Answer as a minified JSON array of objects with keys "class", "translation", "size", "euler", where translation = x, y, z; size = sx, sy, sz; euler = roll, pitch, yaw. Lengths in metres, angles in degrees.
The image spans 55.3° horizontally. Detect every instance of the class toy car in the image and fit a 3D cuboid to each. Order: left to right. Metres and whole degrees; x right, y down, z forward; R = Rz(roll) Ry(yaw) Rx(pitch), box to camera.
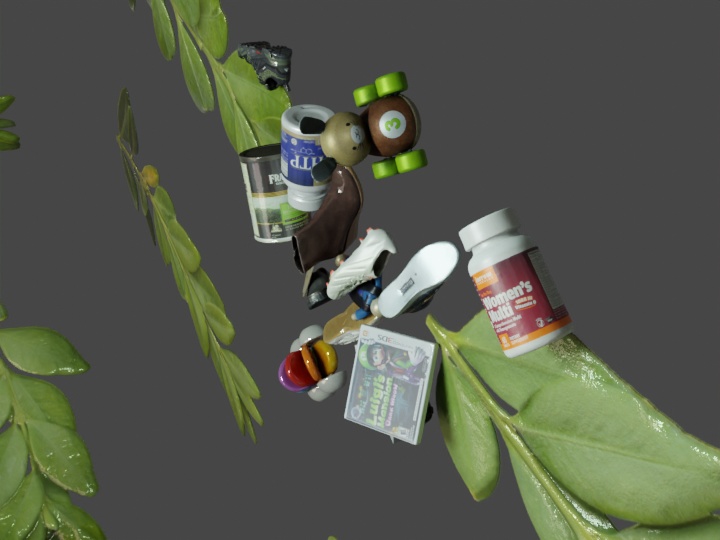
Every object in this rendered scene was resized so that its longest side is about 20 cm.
[{"class":"toy car","translation":[-0.137,0.252,1.766],"size":[0.176,0.149,0.200],"euler":[63,151,13]},{"class":"toy car","translation":[-0.008,-0.232,1.187],"size":[0.157,0.198,0.166],"euler":[-2,106,61]}]

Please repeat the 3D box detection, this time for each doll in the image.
[{"class":"doll","translation":[0.003,0.043,1.469],"size":[0.200,0.048,0.138],"euler":[40,115,50]}]

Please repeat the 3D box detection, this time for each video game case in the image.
[{"class":"video game case","translation":[0.059,0.226,1.387],"size":[0.180,0.023,0.203],"euler":[12,93,35]}]

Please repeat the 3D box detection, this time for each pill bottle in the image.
[{"class":"pill bottle","translation":[-0.108,-0.234,1.450],"size":[0.120,0.119,0.202],"euler":[45,143,39]},{"class":"pill bottle","translation":[0.226,0.017,1.017],"size":[0.109,0.109,0.202],"euler":[-36,75,61]}]

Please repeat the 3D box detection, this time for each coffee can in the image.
[{"class":"coffee can","translation":[-0.195,-0.184,1.608],"size":[0.146,0.145,0.202],"euler":[24,128,54]}]

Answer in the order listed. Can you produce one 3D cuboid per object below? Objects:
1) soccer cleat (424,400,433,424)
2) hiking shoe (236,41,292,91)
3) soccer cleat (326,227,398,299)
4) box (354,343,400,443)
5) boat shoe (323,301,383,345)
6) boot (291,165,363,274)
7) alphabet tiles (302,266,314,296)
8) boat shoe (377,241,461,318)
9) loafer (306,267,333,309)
[{"class":"soccer cleat","translation":[0.087,0.231,1.445],"size":[0.202,0.064,0.084],"euler":[67,154,7]},{"class":"hiking shoe","translation":[-0.222,-0.461,1.560],"size":[0.199,0.075,0.102],"euler":[33,131,48]},{"class":"soccer cleat","translation":[0.000,0.000,1.400],"size":[0.078,0.069,0.200],"euler":[52,121,22]},{"class":"box","translation":[0.047,0.265,1.495],"size":[0.156,0.041,0.202],"euler":[85,163,-68]},{"class":"boat shoe","translation":[-0.002,0.118,1.539],"size":[0.199,0.069,0.072],"euler":[-29,49,45]},{"class":"boot","translation":[-0.071,-0.104,1.404],"size":[0.072,0.166,0.202],"euler":[26,134,35]},{"class":"alphabet tiles","translation":[-0.106,-0.043,1.576],"size":[0.201,0.006,0.168],"euler":[113,169,-52]},{"class":"boat shoe","translation":[0.121,0.014,1.256],"size":[0.200,0.090,0.071],"euler":[-42,69,32]},{"class":"loafer","translation":[-0.096,0.039,1.562],"size":[0.200,0.072,0.073],"euler":[-77,-38,-85]}]
